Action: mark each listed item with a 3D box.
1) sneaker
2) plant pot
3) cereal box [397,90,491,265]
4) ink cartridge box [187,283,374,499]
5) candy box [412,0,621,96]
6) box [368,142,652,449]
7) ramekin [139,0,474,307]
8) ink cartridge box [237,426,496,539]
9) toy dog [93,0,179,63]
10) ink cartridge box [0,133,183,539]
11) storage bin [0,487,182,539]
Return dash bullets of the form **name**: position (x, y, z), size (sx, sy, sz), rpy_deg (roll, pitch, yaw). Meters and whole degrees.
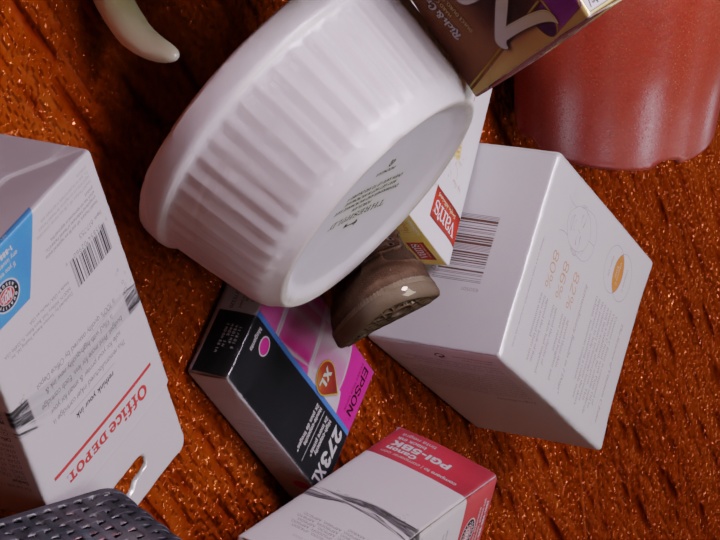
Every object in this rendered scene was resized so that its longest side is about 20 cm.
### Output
- **sneaker**: position (0.000, 0.000, 1.475), size (0.076, 0.070, 0.200), rpy_deg (62, -3, 1)
- **plant pot**: position (0.187, -0.189, 1.703), size (0.201, 0.200, 0.196), rpy_deg (-39, 139, -50)
- **cereal box**: position (0.041, -0.123, 1.580), size (0.144, 0.039, 0.201), rpy_deg (49, 49, -55)
- **ink cartridge box**: position (-0.040, 0.075, 1.514), size (0.095, 0.037, 0.200), rpy_deg (-67, 150, -24)
- **candy box**: position (0.052, -0.205, 1.277), size (0.056, 0.117, 0.201), rpy_deg (-33, 91, -35)
- **box**: position (0.110, 0.019, 1.688), size (0.200, 0.106, 0.153), rpy_deg (43, 60, -56)
- **ramekin**: position (-0.022, -0.068, 1.345), size (0.202, 0.094, 0.203), rpy_deg (-45, 167, -13)
- **ink cartridge box**: position (-0.008, 0.207, 1.523), size (0.200, 0.083, 0.148), rpy_deg (-28, 138, -55)
- **toy dog**: position (-0.062, -0.203, 1.227), size (0.139, 0.199, 0.195), rpy_deg (10, 89, -60)
- **ink cartridge box**: position (-0.169, 0.046, 1.240), size (0.116, 0.067, 0.201), rpy_deg (-51, 139, -39)
- **storage bin**: position (-0.172, 0.205, 1.180), size (0.199, 0.094, 0.136), rpy_deg (-14, 122, -38)
